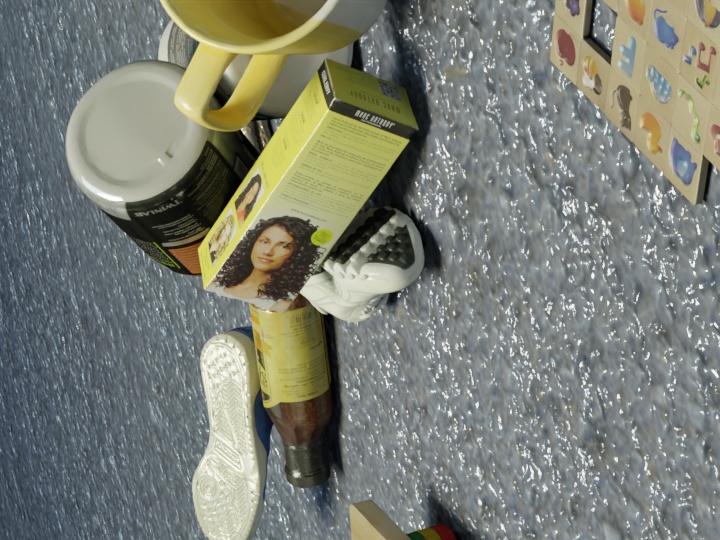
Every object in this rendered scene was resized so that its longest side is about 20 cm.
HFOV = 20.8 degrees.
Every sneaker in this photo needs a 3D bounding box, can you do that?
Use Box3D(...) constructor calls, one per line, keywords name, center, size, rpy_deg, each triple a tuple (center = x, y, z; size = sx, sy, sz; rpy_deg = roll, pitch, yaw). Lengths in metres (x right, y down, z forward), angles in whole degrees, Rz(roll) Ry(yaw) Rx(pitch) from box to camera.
Box3D(name="sneaker", center=(-0.098, 0.147, 1.792), size=(0.076, 0.111, 0.201), rpy_deg=(4, 100, 27))
Box3D(name="sneaker", center=(0.000, 0.000, 1.518), size=(0.081, 0.075, 0.200), rpy_deg=(57, 160, -17))

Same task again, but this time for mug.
Box3D(name="mug", center=(-0.063, -0.203, 1.343), size=(0.150, 0.186, 0.153), rpy_deg=(61, -166, 11))

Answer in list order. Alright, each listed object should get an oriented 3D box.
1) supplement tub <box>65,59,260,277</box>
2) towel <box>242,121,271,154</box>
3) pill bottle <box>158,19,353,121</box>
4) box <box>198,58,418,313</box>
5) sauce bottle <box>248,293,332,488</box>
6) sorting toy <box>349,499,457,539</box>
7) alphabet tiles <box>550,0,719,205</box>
Box3D(name="supplement tub", center=(-0.140, -0.071, 1.529), size=(0.123, 0.122, 0.200), rpy_deg=(66, -175, 24))
Box3D(name="towel", center=(-0.105, -0.082, 1.770), size=(0.132, 0.034, 0.201), rpy_deg=(162, 93, -70))
Box3D(name="pill bottle", center=(-0.090, -0.175, 1.557), size=(0.200, 0.112, 0.114), rpy_deg=(-175, 72, -68))
Box3D(name="box", center=(-0.042, -0.058, 1.444), size=(0.200, 0.075, 0.050), rpy_deg=(-55, 33, 32))
Box3D(name="sauce bottle", center=(-0.057, 0.096, 1.717), size=(0.066, 0.066, 0.201), rpy_deg=(-142, 42, -59))
Box3D(name="sorting toy", center=(0.069, 0.298, 1.511), size=(0.200, 0.069, 0.200), rpy_deg=(-142, 42, -59))
Box3D(name="alphabet tiles", center=(0.161, -0.140, 1.072), size=(0.200, 0.008, 0.168), rpy_deg=(-127, 30, -46))
